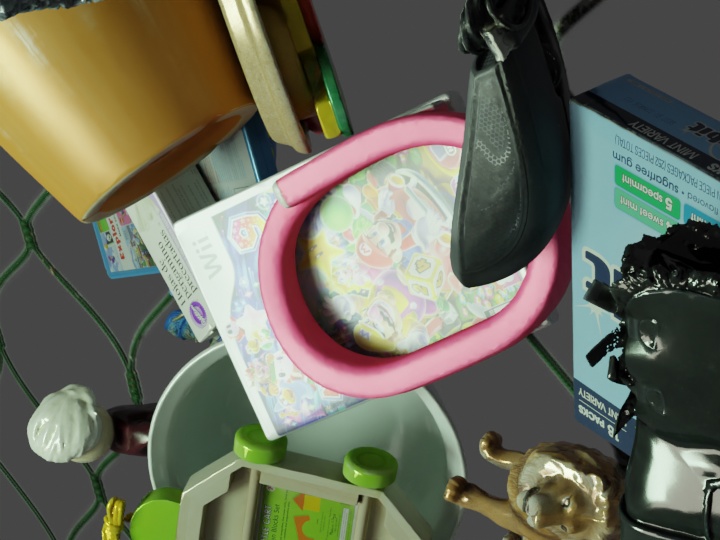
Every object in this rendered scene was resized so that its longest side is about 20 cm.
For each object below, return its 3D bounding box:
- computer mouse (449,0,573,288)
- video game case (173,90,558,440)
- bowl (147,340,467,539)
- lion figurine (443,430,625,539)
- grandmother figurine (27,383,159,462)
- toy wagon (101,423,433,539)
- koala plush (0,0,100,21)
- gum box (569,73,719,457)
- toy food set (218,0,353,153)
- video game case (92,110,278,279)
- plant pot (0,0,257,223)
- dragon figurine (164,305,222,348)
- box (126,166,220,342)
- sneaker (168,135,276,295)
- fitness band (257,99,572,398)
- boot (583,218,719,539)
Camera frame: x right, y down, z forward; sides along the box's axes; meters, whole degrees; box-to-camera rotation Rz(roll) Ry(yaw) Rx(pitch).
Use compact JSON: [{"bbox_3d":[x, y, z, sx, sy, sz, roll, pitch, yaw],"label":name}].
[{"bbox_3d":[0.083,-0.075,1.225,0.053,0.139,0.200,12,125,12],"label":"computer mouse"},{"bbox_3d":[0.000,0.000,1.404,0.200,0.018,0.143,-24,91,28],"label":"video game case"},{"bbox_3d":[-0.026,0.107,1.528,0.201,0.090,0.201,5,115,10],"label":"bowl"},{"bbox_3d":[0.116,0.168,1.414,0.122,0.072,0.200,21,145,36],"label":"lion figurine"},{"bbox_3d":[-0.126,0.111,1.627,0.121,0.200,0.061,-15,72,58],"label":"grandmother figurine"},{"bbox_3d":[-0.058,0.167,1.491,0.200,0.040,0.155,12,116,7],"label":"toy wagon"},{"bbox_3d":[-0.110,-0.219,1.188,0.200,0.184,0.178,-11,86,51],"label":"koala plush"},{"bbox_3d":[0.175,0.024,1.212,0.170,0.045,0.200,34,138,44],"label":"gum box"},{"bbox_3d":[-0.054,-0.159,1.384,0.200,0.049,0.198,-106,-3,-69],"label":"toy food set"},{"bbox_3d":[-0.121,-0.071,1.540,0.200,0.018,0.143,-7,101,52],"label":"video game case"},{"bbox_3d":[-0.160,-0.136,1.406,0.183,0.200,0.200,56,151,4],"label":"plant pot"},{"bbox_3d":[-0.094,0.045,1.626,0.059,0.099,0.200,62,152,8],"label":"dragon figurine"},{"bbox_3d":[-0.125,-0.052,1.504,0.200,0.041,0.039,60,142,12],"label":"box"},{"bbox_3d":[-0.097,-0.068,1.585,0.083,0.071,0.200,45,140,38],"label":"sneaker"},{"bbox_3d":[0.027,-0.010,1.355,0.200,0.037,0.144,-26,88,31],"label":"fitness band"},{"bbox_3d":[0.202,0.065,1.106,0.198,0.073,0.163,8,119,19],"label":"boot"}]
